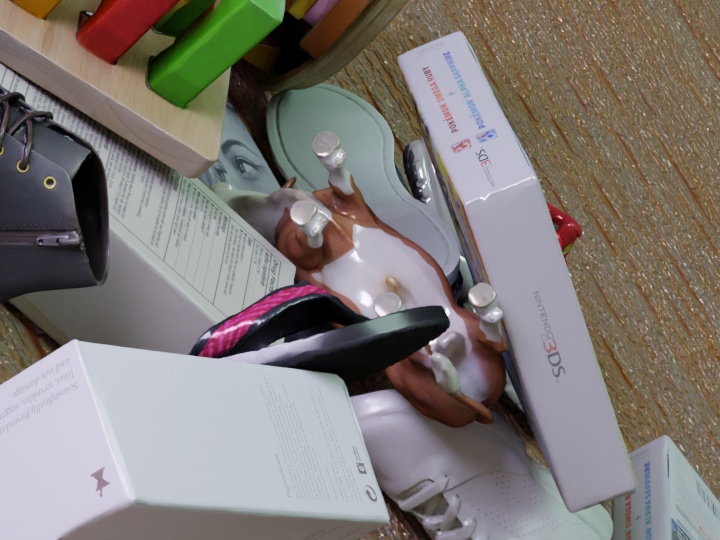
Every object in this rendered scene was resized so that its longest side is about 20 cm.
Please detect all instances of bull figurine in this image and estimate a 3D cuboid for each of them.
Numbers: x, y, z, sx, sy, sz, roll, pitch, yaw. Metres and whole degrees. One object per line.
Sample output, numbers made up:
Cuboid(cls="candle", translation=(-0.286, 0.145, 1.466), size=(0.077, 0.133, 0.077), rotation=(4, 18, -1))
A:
Cuboid(cls="bull figurine", translation=(0.000, 0.000, 1.559), size=(0.200, 0.065, 0.122), rotation=(40, -15, 16))

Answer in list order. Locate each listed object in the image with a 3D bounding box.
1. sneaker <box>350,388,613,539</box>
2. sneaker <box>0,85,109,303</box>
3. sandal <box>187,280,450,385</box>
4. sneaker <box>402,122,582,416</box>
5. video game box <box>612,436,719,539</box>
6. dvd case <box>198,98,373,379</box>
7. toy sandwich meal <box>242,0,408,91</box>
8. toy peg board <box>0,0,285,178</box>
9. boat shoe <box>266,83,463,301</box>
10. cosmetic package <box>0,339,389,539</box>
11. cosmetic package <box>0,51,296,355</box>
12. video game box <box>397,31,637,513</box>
Cuboid(cls="sneaker", translation=(0.063, 0.135, 1.620), size=(0.200, 0.075, 0.089), rotation=(33, 50, -31))
Cuboid(cls="sneaker", translation=(-0.178, -0.078, 1.333), size=(0.075, 0.106, 0.201), rotation=(-67, 145, -58))
Cuboid(cls="sandal", translation=(-0.054, 0.036, 1.412), size=(0.075, 0.199, 0.045), rotation=(109, -34, -70))
Cuboid(cls="sneaker", translation=(0.095, 0.002, 1.771), size=(0.077, 0.084, 0.201), rotation=(-106, 173, -71))
Cuboid(cls="video game box", translation=(0.213, 0.224, 1.734), size=(0.200, 0.047, 0.183), rotation=(51, 21, -24))
Cuboid(cls="dvd case", translation=(-0.073, -0.022, 1.640), size=(0.201, 0.016, 0.148), rotation=(58, 26, 11))
Cuboid(cls="toy sandwich meal", translation=(-0.015, -0.187, 1.753), size=(0.070, 0.205, 0.206), rotation=(38, 28, -18))
Cuboid(cls="toy peg board", translation=(-0.119, -0.186, 1.472), size=(0.199, 0.098, 0.201), rotation=(32, 39, -25))
Cuboid(cls="boat shoe", translation=(-0.002, -0.032, 1.723), size=(0.200, 0.075, 0.061), rotation=(-117, -161, -46))
Cuboid(cls="cosmetic package", translation=(-0.092, 0.095, 1.341), size=(0.200, 0.113, 0.082), rotation=(15, 51, -56))
Cuboid(cls="cosmetic package", translation=(-0.128, -0.019, 1.474), size=(0.200, 0.073, 0.104), rotation=(44, 26, -20))
Cuboid(cls="video game box", translation=(0.082, 0.000, 1.602), size=(0.182, 0.047, 0.201), rotation=(-115, -176, -61))
